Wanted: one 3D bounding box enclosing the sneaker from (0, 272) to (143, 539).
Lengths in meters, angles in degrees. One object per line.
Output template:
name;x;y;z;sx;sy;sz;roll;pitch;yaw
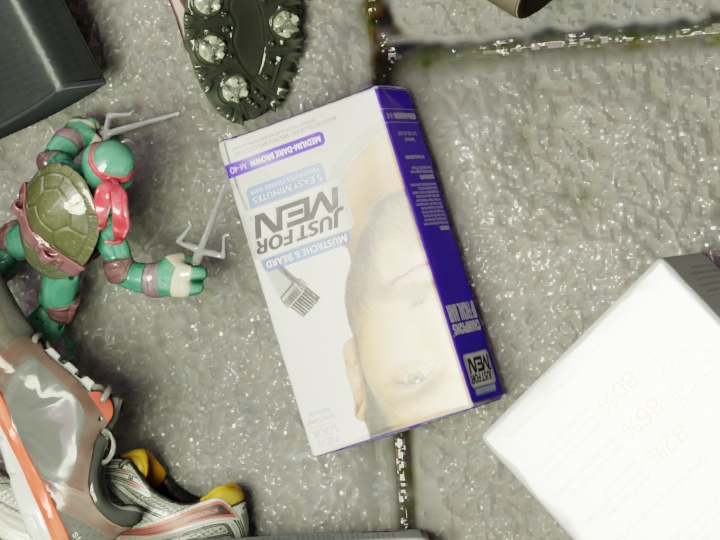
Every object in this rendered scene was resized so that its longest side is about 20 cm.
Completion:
sneaker;-0.188;0.079;1.539;0.082;0.077;0.200;-21;88;0

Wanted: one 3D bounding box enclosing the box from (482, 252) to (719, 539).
box;0.200;0.113;1.430;0.152;0.106;0.200;-46;77;16

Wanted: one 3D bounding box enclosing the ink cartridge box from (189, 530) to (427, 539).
ink cartridge box;-0.055;0.261;1.524;0.200;0.043;0.197;-2;93;-2

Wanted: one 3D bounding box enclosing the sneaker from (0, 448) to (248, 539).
sneaker;-0.162;0.148;1.592;0.200;0.078;0.082;13;93;10

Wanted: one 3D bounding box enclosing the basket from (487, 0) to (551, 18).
basket;0.056;-0.254;1.458;0.200;0.136;0.180;41;109;10

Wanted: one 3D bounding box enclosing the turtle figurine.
turtle figurine;-0.172;-0.032;1.556;0.200;0.101;0.150;-45;58;38

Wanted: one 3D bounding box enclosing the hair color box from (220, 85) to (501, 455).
hair color box;0.000;0.000;1.516;0.109;0.065;0.200;-19;87;20

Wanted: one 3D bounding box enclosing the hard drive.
hard drive;-0.270;-0.137;1.594;0.200;0.042;0.135;-18;105;33

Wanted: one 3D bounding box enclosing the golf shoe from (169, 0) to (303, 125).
golf shoe;-0.092;-0.191;1.552;0.077;0.088;0.200;-19;107;-18
